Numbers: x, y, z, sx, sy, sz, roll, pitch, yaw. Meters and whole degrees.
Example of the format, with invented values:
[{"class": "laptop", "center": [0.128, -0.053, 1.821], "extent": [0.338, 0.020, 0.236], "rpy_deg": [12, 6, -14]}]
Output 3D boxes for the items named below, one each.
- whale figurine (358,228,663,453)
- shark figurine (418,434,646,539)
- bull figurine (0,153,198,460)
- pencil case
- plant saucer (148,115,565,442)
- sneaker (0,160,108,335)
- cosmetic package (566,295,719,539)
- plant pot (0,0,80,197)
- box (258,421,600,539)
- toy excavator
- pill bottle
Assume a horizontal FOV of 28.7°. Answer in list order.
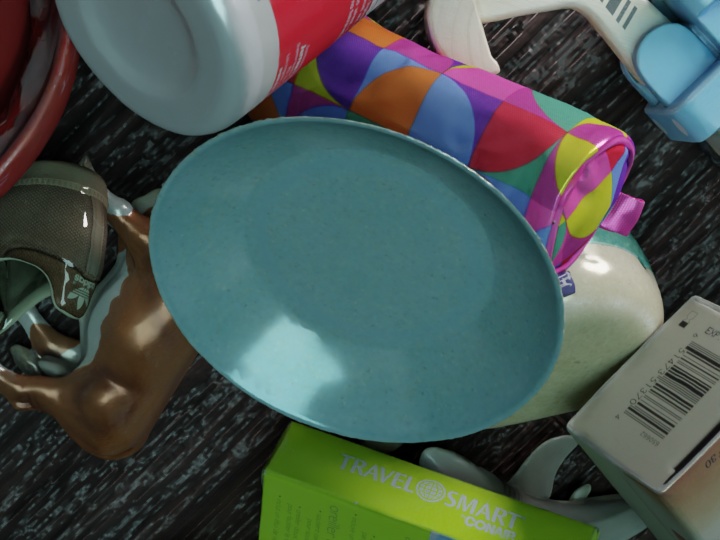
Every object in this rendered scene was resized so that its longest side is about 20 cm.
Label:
[{"class": "whale figurine", "center": [0.064, 0.029, 0.773], "extent": [0.200, 0.104, 0.159], "rpy_deg": [-29, 142, 24]}, {"class": "shark figurine", "center": [0.137, 0.150, 0.811], "extent": [0.213, 0.090, 0.129], "rpy_deg": [-7, 122, -18]}, {"class": "bull figurine", "center": [-0.116, 0.007, 0.752], "extent": [0.121, 0.065, 0.200], "rpy_deg": [31, 98, -10]}, {"class": "pencil case", "center": [0.038, -0.067, 0.695], "extent": [0.200, 0.088, 0.089], "rpy_deg": [31, 104, 23]}, {"class": "plant saucer", "center": [0.000, 0.000, 0.664], "extent": [0.200, 0.039, 0.202], "rpy_deg": [11, 134, 11]}, {"class": "sneaker", "center": [-0.214, 0.004, 0.693], "extent": [0.199, 0.076, 0.070], "rpy_deg": [-15, 153, 26]}, {"class": "cosmetic package", "center": [0.211, 0.122, 0.736], "extent": [0.103, 0.087, 0.200], "rpy_deg": [-46, 121, -5]}, {"class": "plant pot", "center": [-0.238, -0.120, 0.614], "extent": [0.200, 0.201, 0.183], "rpy_deg": [-37, 149, 5]}, {"class": "box", "center": [0.041, 0.166, 0.768], "extent": [0.199, 0.048, 0.122], "rpy_deg": [18, 132, 12]}, {"class": "toy excavator", "center": [0.160, -0.127, 0.740], "extent": [0.194, 0.100, 0.200], "rpy_deg": [-43, 94, 5]}, {"class": "pill bottle", "center": [-0.036, -0.158, 0.644], "extent": [0.200, 0.112, 0.113], "rpy_deg": [-45, 113, -35]}]
